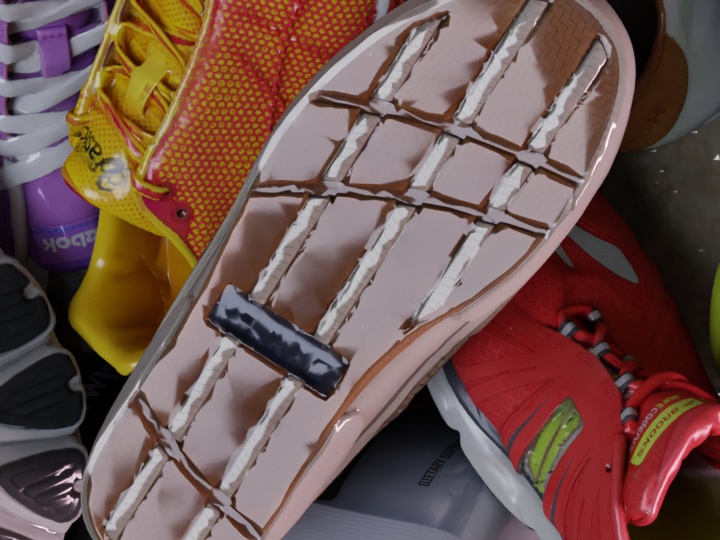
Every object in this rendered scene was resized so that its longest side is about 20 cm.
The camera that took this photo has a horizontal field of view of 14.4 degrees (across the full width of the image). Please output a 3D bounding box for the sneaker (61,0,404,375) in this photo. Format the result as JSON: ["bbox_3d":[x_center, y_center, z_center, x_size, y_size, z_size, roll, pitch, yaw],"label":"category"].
[{"bbox_3d":[-0.038,-0.050,0.752,0.073,0.077,0.200,39,136,36],"label":"sneaker"}]

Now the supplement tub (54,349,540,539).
[{"bbox_3d":[-0.035,0.091,0.857,0.200,0.122,0.123,10,115,30],"label":"supplement tub"}]

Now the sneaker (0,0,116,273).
[{"bbox_3d":[-0.083,-0.062,0.801,0.200,0.072,0.115,120,135,-77],"label":"sneaker"}]

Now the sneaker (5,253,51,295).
[{"bbox_3d":[-0.142,0.038,0.927,0.070,0.090,0.201,11,115,31],"label":"sneaker"}]

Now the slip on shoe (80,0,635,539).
[{"bbox_3d":[0.000,0.000,0.741,0.076,0.061,0.200,35,112,2],"label":"slip on shoe"}]

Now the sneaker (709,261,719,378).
[{"bbox_3d":[0.129,-0.030,0.707,0.074,0.081,0.200,-5,116,-1],"label":"sneaker"}]

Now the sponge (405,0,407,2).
[{"bbox_3d":[-0.023,-0.078,0.808,0.111,0.030,0.200,27,129,45],"label":"sponge"}]

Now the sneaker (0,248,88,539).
[{"bbox_3d":[-0.134,0.004,0.821,0.083,0.080,0.200,159,95,-76],"label":"sneaker"}]

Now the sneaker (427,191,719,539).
[{"bbox_3d":[0.076,0.044,0.744,0.200,0.077,0.085,65,160,20],"label":"sneaker"}]

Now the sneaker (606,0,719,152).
[{"bbox_3d":[0.051,-0.126,0.729,0.073,0.085,0.200,-13,100,39],"label":"sneaker"}]
